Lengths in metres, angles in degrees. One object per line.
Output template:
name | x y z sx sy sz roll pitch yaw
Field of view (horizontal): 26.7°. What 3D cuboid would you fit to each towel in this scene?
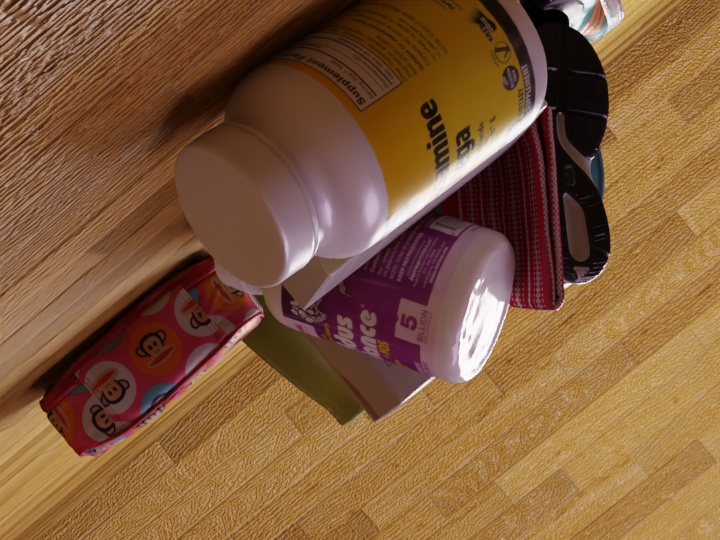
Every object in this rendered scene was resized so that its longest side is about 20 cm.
towel | 0.100 -0.045 1.126 0.022 0.146 0.200 -6 -177 -16

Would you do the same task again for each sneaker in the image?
sneaker | 0.160 -0.216 1.203 0.080 0.072 0.200 -38 169 2
sneaker | 0.130 -0.079 1.149 0.075 0.202 0.115 5 166 -22

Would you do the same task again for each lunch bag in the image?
lunch bag | -0.173 0.076 1.304 0.200 0.082 0.176 -40 178 -3

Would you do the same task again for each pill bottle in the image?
pill bottle | 0.000 -0.078 0.820 0.200 0.113 0.112 -38 177 -30
pill bottle | 0.000 0.000 1.079 0.112 0.199 0.113 -49 148 -45

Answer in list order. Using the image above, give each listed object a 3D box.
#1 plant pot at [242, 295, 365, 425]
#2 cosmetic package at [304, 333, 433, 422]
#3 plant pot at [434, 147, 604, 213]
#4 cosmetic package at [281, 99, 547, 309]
plant pot | -0.026 0.037 1.449 0.200 0.193 0.200 -38 177 -3
cosmetic package | -0.004 0.009 1.210 0.105 0.200 0.071 -35 175 -25
plant pot | 0.087 -0.076 1.322 0.200 0.201 0.188 -40 165 26
cosmetic package | 0.011 -0.080 0.994 0.200 0.108 0.085 -40 176 -22
